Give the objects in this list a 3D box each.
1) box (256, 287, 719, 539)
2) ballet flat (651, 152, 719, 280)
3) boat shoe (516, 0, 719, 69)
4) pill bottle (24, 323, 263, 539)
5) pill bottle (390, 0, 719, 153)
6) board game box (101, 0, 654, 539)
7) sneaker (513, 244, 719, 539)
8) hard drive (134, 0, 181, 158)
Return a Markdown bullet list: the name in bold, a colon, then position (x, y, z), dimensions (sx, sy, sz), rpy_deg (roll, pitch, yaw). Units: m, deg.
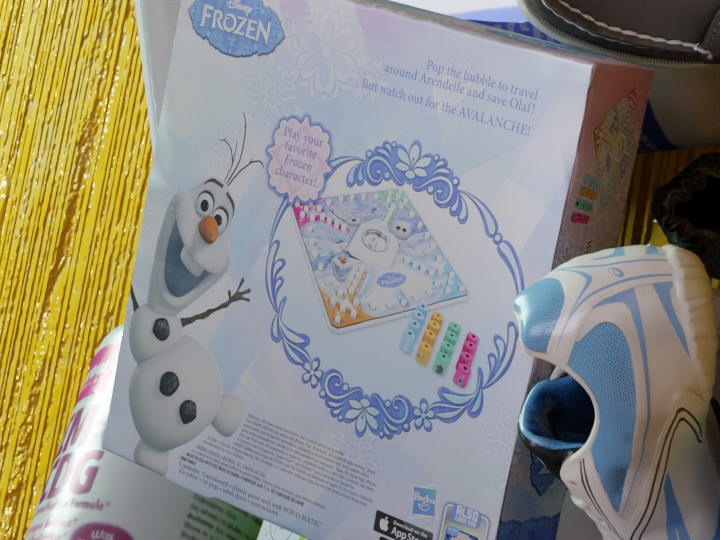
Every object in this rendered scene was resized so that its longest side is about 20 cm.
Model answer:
- **box**: position (0.057, 0.081, 1.069), dimensions (0.176, 0.096, 0.201), rpy_deg (21, 93, 53)
- **ballet flat**: position (0.179, -0.015, 0.992), dimensions (0.199, 0.046, 0.068), rpy_deg (15, 89, 53)
- **boat shoe**: position (0.155, -0.106, 0.937), dimensions (0.061, 0.200, 0.072), rpy_deg (-107, 16, -83)
- **pill bottle**: position (-0.081, 0.092, 1.200), dimensions (0.113, 0.113, 0.201), rpy_deg (-15, 48, 48)
- **pill bottle**: position (0.092, -0.100, 1.046), dimensions (0.199, 0.112, 0.113), rpy_deg (-5, 70, 24)
- **board game box**: position (0.000, 0.000, 0.997), dimensions (0.199, 0.043, 0.201), rpy_deg (19, 104, 38)
- **sneaker**: position (0.095, 0.066, 0.934), dimensions (0.072, 0.201, 0.072), rpy_deg (-7, 46, 8)
- **hard drive**: position (-0.031, -0.082, 1.209), dimensions (0.027, 0.131, 0.201), rpy_deg (110, 154, -67)
